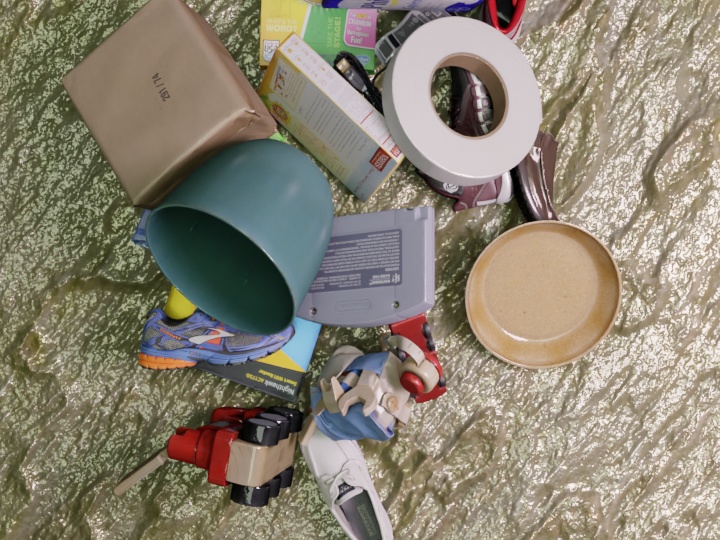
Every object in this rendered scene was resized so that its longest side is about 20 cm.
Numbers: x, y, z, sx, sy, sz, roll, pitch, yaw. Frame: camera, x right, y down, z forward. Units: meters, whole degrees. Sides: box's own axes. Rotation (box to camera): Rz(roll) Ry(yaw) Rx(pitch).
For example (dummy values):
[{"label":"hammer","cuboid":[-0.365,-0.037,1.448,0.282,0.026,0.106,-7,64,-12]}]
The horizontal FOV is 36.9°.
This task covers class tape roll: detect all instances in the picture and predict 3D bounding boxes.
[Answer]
[{"label":"tape roll","cuboid":[0.123,-0.202,1.289,0.199,0.037,0.207,5,76,-19]}]

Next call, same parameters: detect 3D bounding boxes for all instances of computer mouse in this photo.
[{"label":"computer mouse","cuboid":[0.056,-0.266,1.348,0.109,0.044,0.200,41,58,10]}]

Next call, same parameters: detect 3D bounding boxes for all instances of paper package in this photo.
[{"label":"paper package","cuboid":[-0.232,-0.200,1.310,0.190,0.103,0.201,-37,73,10]}]

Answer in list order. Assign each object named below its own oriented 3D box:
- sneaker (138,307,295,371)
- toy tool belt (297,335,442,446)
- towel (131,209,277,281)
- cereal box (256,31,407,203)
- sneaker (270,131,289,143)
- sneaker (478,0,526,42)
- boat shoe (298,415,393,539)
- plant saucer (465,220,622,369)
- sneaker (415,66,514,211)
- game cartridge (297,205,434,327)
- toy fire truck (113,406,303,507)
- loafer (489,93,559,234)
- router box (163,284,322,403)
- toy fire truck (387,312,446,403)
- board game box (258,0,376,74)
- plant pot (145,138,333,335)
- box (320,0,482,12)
[{"label":"sneaker","cuboid":[-0.178,0.077,1.322,0.196,0.075,0.080,-5,92,-1]},{"label":"toy tool belt","cuboid":[0.005,0.163,1.302,0.125,0.199,0.123,50,57,-16]},{"label":"towel","cuboid":[-0.174,-0.065,1.361,0.197,0.024,0.149,18,62,0]},{"label":"cereal box","cuboid":[-0.036,-0.184,1.331,0.200,0.144,0.040,43,66,-2]},{"label":"sneaker","cuboid":[-0.132,-0.146,1.369,0.084,0.077,0.201,-40,78,6]},{"label":"sneaker","cuboid":[0.191,-0.384,1.338,0.077,0.116,0.204,1,93,-1]},{"label":"boat shoe","cuboid":[-0.020,0.279,1.382,0.071,0.066,0.203,-24,92,1]},{"label":"plant saucer","cuboid":[0.230,0.027,1.367,0.196,0.036,0.204,0,112,1]},{"label":"sneaker","cuboid":[0.116,-0.169,1.367,0.114,0.076,0.203,-17,92,3]},{"label":"game cartridge","cuboid":[0.000,0.000,1.294,0.197,0.041,0.136,-5,75,32]},{"label":"toy fire truck","cuboid":[-0.188,0.226,1.333,0.196,0.176,0.131,11,92,10]},{"label":"loafer","cuboid":[0.222,-0.146,1.366,0.070,0.073,0.203,-16,92,0]},{"label":"router box","cuboid":[-0.150,0.064,1.382,0.197,0.051,0.152,19,93,-1]},{"label":"toy fire truck","cuboid":[0.053,0.053,1.358,0.048,0.142,0.202,-19,130,0]},{"label":"board game box","cuboid":[-0.052,-0.357,1.376,0.150,0.040,0.204,2,92,0]},{"label":"plant pot","cuboid":[-0.123,-0.054,1.247,0.199,0.201,0.162,34,57,-1]},{"label":"box","cuboid":[0.057,-0.373,1.268,0.196,0.184,0.107,0,93,-8]}]
